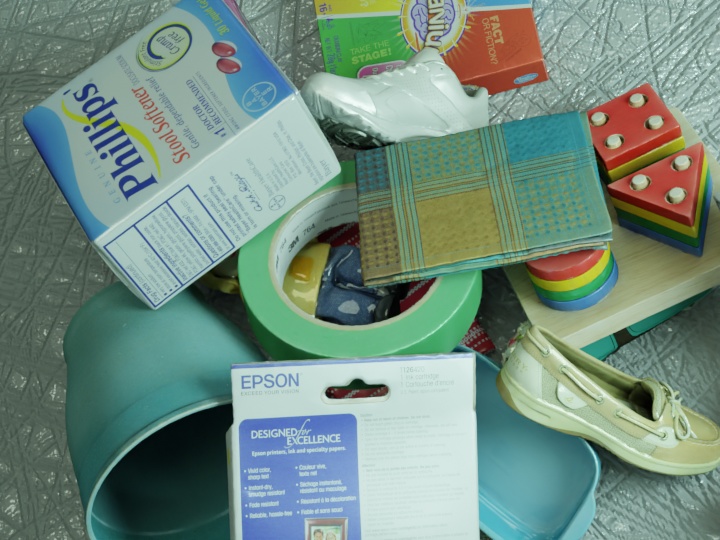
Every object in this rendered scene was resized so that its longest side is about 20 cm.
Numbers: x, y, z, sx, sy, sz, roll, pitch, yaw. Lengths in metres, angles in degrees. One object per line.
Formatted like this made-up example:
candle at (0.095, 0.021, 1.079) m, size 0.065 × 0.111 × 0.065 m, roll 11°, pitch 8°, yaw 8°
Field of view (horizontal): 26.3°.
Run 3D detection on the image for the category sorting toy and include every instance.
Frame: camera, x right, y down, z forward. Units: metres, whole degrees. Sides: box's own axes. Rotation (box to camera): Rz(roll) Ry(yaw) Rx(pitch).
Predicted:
sorting toy at (0.204, -0.053, 1.265) m, size 0.198 × 0.070 × 0.200 m, roll -25°, pitch 41°, yaw 3°

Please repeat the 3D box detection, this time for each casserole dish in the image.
casserole dish at (0.114, 0.144, 1.257) m, size 0.199 × 0.039 × 0.122 m, roll 37°, pitch 111°, yaw 22°

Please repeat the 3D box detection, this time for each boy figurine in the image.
boy figurine at (-0.056, -0.001, 1.338) m, size 0.198 × 0.064 × 0.125 m, roll 15°, pitch 75°, yaw 14°

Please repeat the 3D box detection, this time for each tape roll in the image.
tape roll at (0.000, 0.000, 1.260) m, size 0.198 × 0.048 × 0.202 m, roll -3°, pitch 54°, yaw 5°

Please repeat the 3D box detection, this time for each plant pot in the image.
plant pot at (-0.160, 0.113, 1.288) m, size 0.199 × 0.200 × 0.189 m, roll -33°, pitch 50°, yaw 1°

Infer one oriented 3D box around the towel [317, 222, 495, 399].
towel at (0.007, 0.035, 1.355) m, size 0.144 × 0.023 × 0.201 m, roll -37°, pitch 66°, yaw 0°

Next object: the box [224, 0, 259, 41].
box at (-0.156, -0.119, 1.413) m, size 0.199 × 0.097 × 0.177 m, roll -29°, pitch 66°, yaw 3°

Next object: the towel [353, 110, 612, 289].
towel at (0.095, -0.058, 1.236) m, size 0.198 × 0.022 × 0.148 m, roll -11°, pitch 49°, yaw 8°

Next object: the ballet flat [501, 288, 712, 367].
ballet flat at (0.204, 0.032, 1.290) m, size 0.198 × 0.076 × 0.064 m, roll -25°, pitch 35°, yaw 0°

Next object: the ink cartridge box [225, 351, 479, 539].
ink cartridge box at (-0.005, 0.167, 1.188) m, size 0.195 × 0.047 × 0.202 m, roll -1°, pitch 88°, yaw -14°

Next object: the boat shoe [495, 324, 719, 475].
boat shoe at (0.205, 0.101, 1.206) m, size 0.199 × 0.073 × 0.063 m, roll 22°, pitch 116°, yaw -12°

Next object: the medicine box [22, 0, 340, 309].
medicine box at (-0.150, -0.104, 1.272) m, size 0.199 × 0.103 × 0.182 m, roll -36°, pitch 49°, yaw -2°

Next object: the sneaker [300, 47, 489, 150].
sneaker at (0.032, -0.149, 1.330) m, size 0.078 × 0.199 × 0.100 m, roll 0°, pitch 78°, yaw 51°

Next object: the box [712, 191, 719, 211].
box at (0.349, 0.026, 1.160) m, size 0.060 × 0.201 × 0.117 m, roll -30°, pitch 24°, yaw 1°

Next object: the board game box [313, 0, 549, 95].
board game box at (0.062, -0.225, 1.426) m, size 0.198 × 0.040 × 0.154 m, roll -14°, pitch 68°, yaw 9°
